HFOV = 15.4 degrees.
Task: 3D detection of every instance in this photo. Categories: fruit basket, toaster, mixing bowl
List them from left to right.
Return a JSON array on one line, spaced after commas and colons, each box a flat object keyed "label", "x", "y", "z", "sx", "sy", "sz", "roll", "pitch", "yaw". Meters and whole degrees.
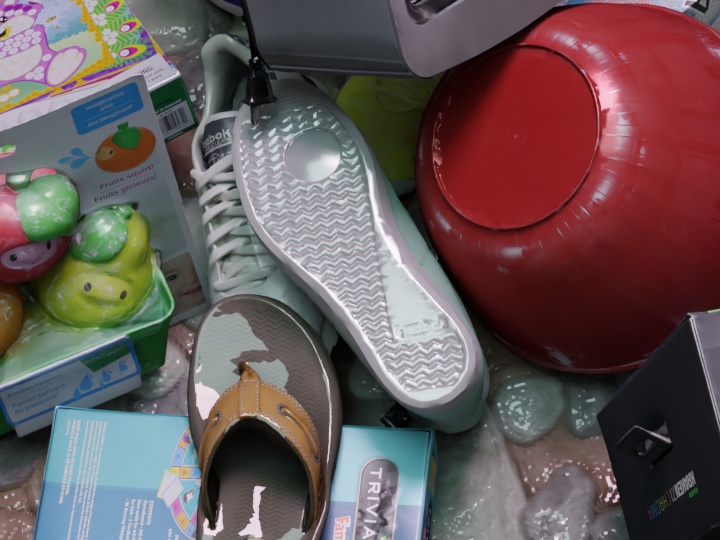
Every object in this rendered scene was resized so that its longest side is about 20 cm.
[{"label": "fruit basket", "x": -0.173, "y": 0.000, "z": 1.356, "sx": 0.184, "sy": 0.200, "sz": 0.094, "roll": -22, "pitch": 60, "yaw": -7}, {"label": "toaster", "x": 0.019, "y": -0.195, "z": 1.324, "sx": 0.118, "sy": 0.201, "sz": 0.181, "roll": 11, "pitch": 33, "yaw": 43}, {"label": "mixing bowl", "x": 0.103, "y": -0.056, "z": 1.359, "sx": 0.199, "sy": 0.108, "sz": 0.201, "roll": -9, "pitch": 72, "yaw": 29}]

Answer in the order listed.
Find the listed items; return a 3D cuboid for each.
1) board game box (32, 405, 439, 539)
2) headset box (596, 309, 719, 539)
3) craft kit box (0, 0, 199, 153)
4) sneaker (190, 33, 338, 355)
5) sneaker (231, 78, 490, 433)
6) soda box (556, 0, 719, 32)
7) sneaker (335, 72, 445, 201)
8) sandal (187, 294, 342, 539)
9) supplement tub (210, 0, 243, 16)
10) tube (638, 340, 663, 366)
[{"label": "board game box", "x": -0.066, "y": 0.152, "z": 1.349, "sx": 0.199, "sy": 0.047, "sz": 0.152, "roll": 3, "pitch": 62, "yaw": 7}, {"label": "headset box", "x": 0.221, "y": 0.073, "z": 1.264, "sx": 0.199, "sy": 0.174, "sz": 0.093, "roll": -10, "pitch": 74, "yaw": -12}, {"label": "craft kit box", "x": -0.218, "y": -0.101, "z": 1.478, "sx": 0.199, "sy": 0.049, "sz": 0.198, "roll": -29, "pitch": 44, "yaw": -10}, {"label": "sneaker", "x": -0.059, "y": -0.027, "z": 1.413, "sx": 0.076, "sy": 0.080, "sz": 0.201, "roll": -15, "pitch": 64, "yaw": 22}, {"label": "sneaker", "x": 0.000, "y": 0.001, "z": 1.383, "sx": 0.073, "sy": 0.118, "sz": 0.201, "roll": -30, "pitch": 71, "yaw": -1}, {"label": "soda box", "x": 0.194, "y": -0.169, "z": 1.484, "sx": 0.200, "sy": 0.069, "sz": 0.064, "roll": -42, "pitch": 59, "yaw": -16}, {"label": "sneaker", "x": 0.035, "y": -0.128, "z": 1.476, "sx": 0.075, "sy": 0.077, "sz": 0.201, "roll": 21, "pitch": 68, "yaw": 14}, {"label": "sandal", "x": -0.055, "y": 0.099, "z": 1.318, "sx": 0.081, "sy": 0.055, "sz": 0.201, "roll": 2, "pitch": 63, "yaw": 8}, {"label": "supplement tub", "x": -0.047, "y": -0.246, "z": 1.477, "sx": 0.144, "sy": 0.200, "sz": 0.146, "roll": -2, "pitch": 61, "yaw": 4}, {"label": "tube", "x": 0.179, "y": 0.078, "z": 1.368, "sx": 0.077, "sy": 0.050, "sz": 0.201, "roll": -13, "pitch": 66, "yaw": 1}]
